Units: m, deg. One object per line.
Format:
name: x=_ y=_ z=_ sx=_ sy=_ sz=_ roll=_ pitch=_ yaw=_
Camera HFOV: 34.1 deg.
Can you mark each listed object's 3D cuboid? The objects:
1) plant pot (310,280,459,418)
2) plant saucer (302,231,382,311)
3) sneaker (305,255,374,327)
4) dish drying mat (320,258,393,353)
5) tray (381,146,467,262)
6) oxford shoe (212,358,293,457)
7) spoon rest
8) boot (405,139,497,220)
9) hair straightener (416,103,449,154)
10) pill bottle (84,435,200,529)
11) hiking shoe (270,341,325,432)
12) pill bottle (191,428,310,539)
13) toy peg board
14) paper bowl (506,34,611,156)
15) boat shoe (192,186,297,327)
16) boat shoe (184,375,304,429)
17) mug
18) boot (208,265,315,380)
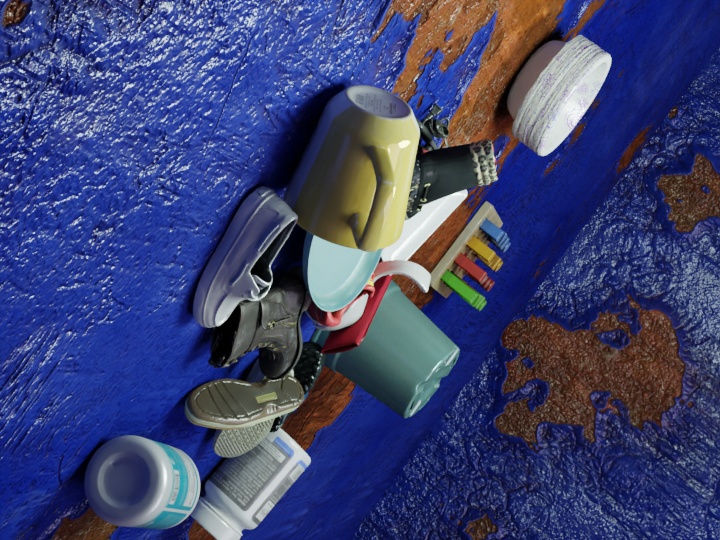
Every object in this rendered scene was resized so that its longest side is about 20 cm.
plant pot: x=0.049 y=0.129 z=1.962 sx=0.200 sy=0.195 sz=0.201 roll=-47 pitch=164 yaw=-18
plant saucer: x=-0.023 y=-0.044 z=1.591 sx=0.200 sy=0.027 sz=0.202 roll=-41 pitch=141 yaw=-44
sneaker: x=0.000 y=0.000 z=1.706 sx=0.201 sy=0.085 sz=0.077 roll=-53 pitch=140 yaw=-1
dish drying mat: x=0.004 y=0.051 z=1.823 sx=0.076 sy=0.018 sz=0.201 roll=-15 pitch=-145 yaw=38
tray: x=0.087 y=-0.096 z=1.836 sx=0.200 sy=0.022 sz=0.108 roll=-46 pitch=134 yaw=-22
oxford shoe: x=-0.163 y=0.203 z=1.777 sx=0.075 sy=0.058 sz=0.201 roll=18 pitch=117 yaw=-29
spoon rest: x=0.007 y=0.032 z=1.761 sx=0.198 sy=0.061 sz=0.100 roll=-23 pitch=-150 yaw=26
boot: x=0.119 y=-0.127 z=1.665 sx=0.152 sy=0.074 sz=0.204 roll=-10 pitch=169 yaw=6
hair straightener: x=0.104 y=-0.197 z=1.677 sx=0.077 sy=0.041 sz=0.200 roll=-55 pitch=159 yaw=10
pill bottle: x=-0.274 y=0.279 z=1.525 sx=0.111 sy=0.110 sz=0.200 roll=-50 pitch=164 yaw=-6
hiking shoe: x=-0.107 y=0.168 z=1.860 sx=0.200 sy=0.074 sz=0.087 roll=-52 pitch=175 yaw=40
pill bottle: x=-0.186 y=0.354 z=1.941 sx=0.200 sy=0.113 sz=0.114 roll=-48 pitch=164 yaw=-13
toy peg board: x=0.244 y=-0.015 z=2.387 sx=0.200 sy=0.098 sz=0.200 roll=-52 pitch=165 yaw=2
paper bowl: x=0.322 y=-0.302 z=1.963 sx=0.201 sy=0.104 sz=0.201 roll=-47 pitch=163 yaw=-19
boat shoe: x=-0.133 y=-0.002 z=1.384 sx=0.201 sy=0.068 sz=0.072 roll=-59 pitch=163 yaw=21
boat shoe: x=-0.172 y=0.199 z=1.664 sx=0.198 sy=0.072 sz=0.076 roll=1 pitch=148 yaw=-42
mug: x=0.011 y=-0.119 z=1.362 sx=0.148 sy=0.186 sz=0.155 roll=-13 pitch=132 yaw=-43
boot: x=-0.145 y=0.089 z=1.574 sx=0.174 sy=0.069 sz=0.202 roll=-31 pitch=144 yaw=-51
